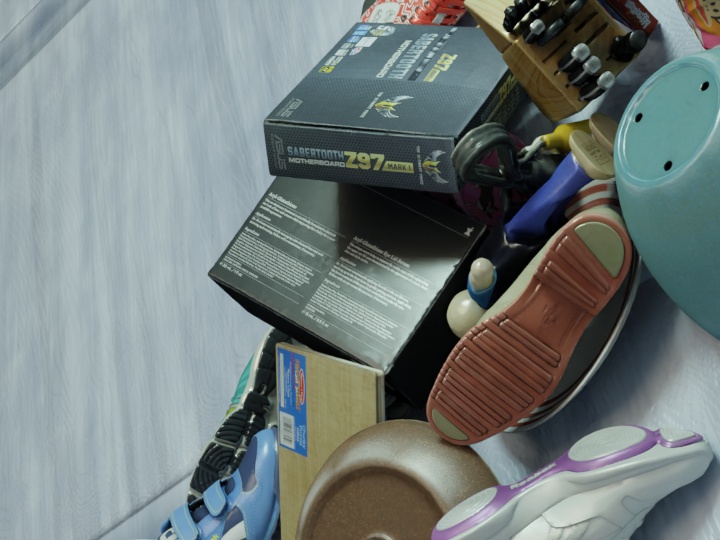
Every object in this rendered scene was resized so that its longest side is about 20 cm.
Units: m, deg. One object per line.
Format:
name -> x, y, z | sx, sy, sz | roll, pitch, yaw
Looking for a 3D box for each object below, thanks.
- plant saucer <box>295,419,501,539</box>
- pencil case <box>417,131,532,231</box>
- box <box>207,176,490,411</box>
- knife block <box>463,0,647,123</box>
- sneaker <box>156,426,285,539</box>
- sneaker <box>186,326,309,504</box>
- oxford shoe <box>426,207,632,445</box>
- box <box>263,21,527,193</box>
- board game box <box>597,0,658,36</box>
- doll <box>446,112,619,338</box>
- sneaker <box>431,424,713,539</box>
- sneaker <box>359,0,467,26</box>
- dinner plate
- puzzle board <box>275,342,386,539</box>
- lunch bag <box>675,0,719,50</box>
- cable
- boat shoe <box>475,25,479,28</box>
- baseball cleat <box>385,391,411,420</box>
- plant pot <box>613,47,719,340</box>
plant saucer -> 0.022, 0.208, 1.301 | 0.199, 0.037, 0.202 | -2, 86, 37
pencil case -> 0.061, -0.087, 1.498 | 0.199, 0.086, 0.084 | 21, 112, 55
box -> 0.000, 0.000, 1.447 | 0.199, 0.079, 0.142 | 28, 80, 35
knife block -> 0.160, -0.148, 1.306 | 0.064, 0.200, 0.176 | -42, 47, 0
sneaker -> -0.121, 0.217, 1.511 | 0.201, 0.082, 0.074 | -65, 12, 6
sneaker -> -0.087, 0.133, 1.584 | 0.201, 0.077, 0.080 | -62, 12, -9
oxford shoe -> 0.122, 0.040, 1.271 | 0.200, 0.071, 0.074 | -49, 1, 18
box -> 0.035, -0.131, 1.417 | 0.156, 0.051, 0.200 | 7, 33, 22
board game box -> 0.149, -0.232, 1.355 | 0.103, 0.200, 0.020 | 39, 97, 27
doll -> 0.118, -0.022, 1.319 | 0.136, 0.048, 0.200 | -39, -13, -53
sneaker -> 0.149, 0.169, 1.210 | 0.199, 0.100, 0.075 | -27, 8, 16
sneaker -> 0.066, -0.223, 1.621 | 0.201, 0.067, 0.109 | -28, 46, 47
dinner plate -> 0.149, 0.028, 1.326 | 0.200, 0.024, 0.201 | -49, 25, 32
puzzle board -> -0.020, 0.164, 1.413 | 0.150, 0.017, 0.202 | 13, 106, 58
lunch bag -> 0.287, -0.245, 1.265 | 0.175, 0.082, 0.200 | -28, 28, 9
cable -> 0.110, -0.080, 1.351 | 0.097, 0.199, 0.051 | -41, 65, 29
boat shoe -> 0.126, -0.193, 1.509 | 0.200, 0.066, 0.074 | -51, 33, 18
baseball cleat -> 0.011, 0.067, 1.495 | 0.106, 0.070, 0.202 | 3, 71, 40
plant pot -> 0.242, -0.066, 1.181 | 0.200, 0.134, 0.201 | -35, 40, 37
